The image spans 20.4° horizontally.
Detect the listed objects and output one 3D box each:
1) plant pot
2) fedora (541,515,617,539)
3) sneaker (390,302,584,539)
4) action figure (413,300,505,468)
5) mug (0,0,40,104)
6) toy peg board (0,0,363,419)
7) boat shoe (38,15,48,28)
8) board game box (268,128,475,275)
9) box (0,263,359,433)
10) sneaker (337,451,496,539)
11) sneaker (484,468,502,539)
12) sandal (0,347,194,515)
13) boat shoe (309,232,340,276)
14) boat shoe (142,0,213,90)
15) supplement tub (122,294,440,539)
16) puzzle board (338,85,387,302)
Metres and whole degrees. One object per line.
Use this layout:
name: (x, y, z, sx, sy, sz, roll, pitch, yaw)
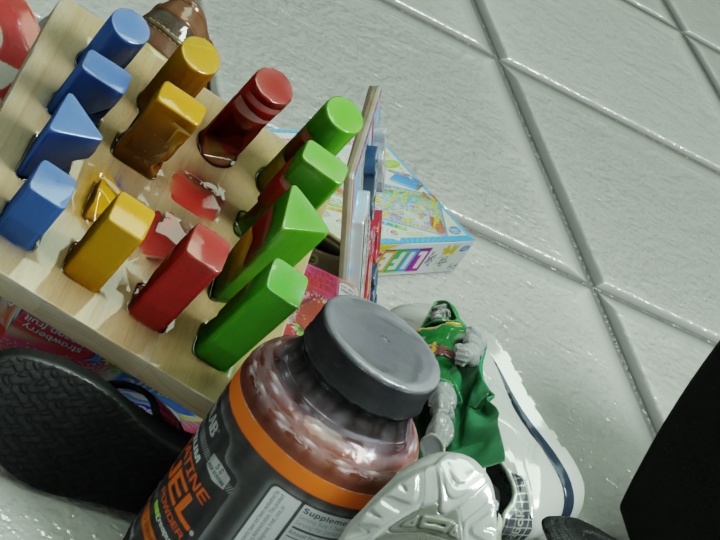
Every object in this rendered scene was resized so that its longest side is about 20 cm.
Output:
plant pot: (0.291, 0.177, 1.355, 0.199, 0.177, 0.200, 36, 22, -27)
fedora: (0.160, 0.231, 1.192, 0.200, 0.092, 0.201, 37, 5, -3)
sneaker: (0.067, 0.098, 1.357, 0.080, 0.077, 0.200, -8, 48, -44)
action figure: (0.043, 0.074, 1.282, 0.200, 0.117, 0.055, -71, 146, -63)
mug: (-0.289, -0.100, 1.175, 0.199, 0.134, 0.178, -6, 46, -50)
toy peg board: (-0.100, -0.053, 1.106, 0.198, 0.098, 0.201, 33, 46, -16)
boat shoe: (-0.193, -0.120, 1.386, 0.056, 0.069, 0.200, 28, 18, -27)
board game box: (-0.014, -0.053, 1.549, 0.199, 0.034, 0.135, -2, 45, -53)
box: (-0.109, 0.032, 1.182, 0.199, 0.100, 0.096, 25, 49, -23)
sneaker: (0.006, 0.170, 1.019, 0.077, 0.201, 0.099, 26, 16, -6)
sneaker: (0.056, 0.171, 1.213, 0.071, 0.073, 0.201, 28, 28, -21)
sandal: (-0.130, 0.096, 1.109, 0.199, 0.075, 0.045, 30, 24, -31)
boat shoe: (-0.080, -0.047, 1.417, 0.200, 0.067, 0.074, 41, 26, 12)
boat shoe: (-0.132, -0.149, 1.442, 0.072, 0.068, 0.200, 38, -6, 0)
supplement tub: (-0.040, 0.108, 1.045, 0.106, 0.201, 0.107, 28, 25, -15)
puzzle board: (0.000, 0.000, 1.304, 0.017, 0.202, 0.151, 5, 26, 4)
